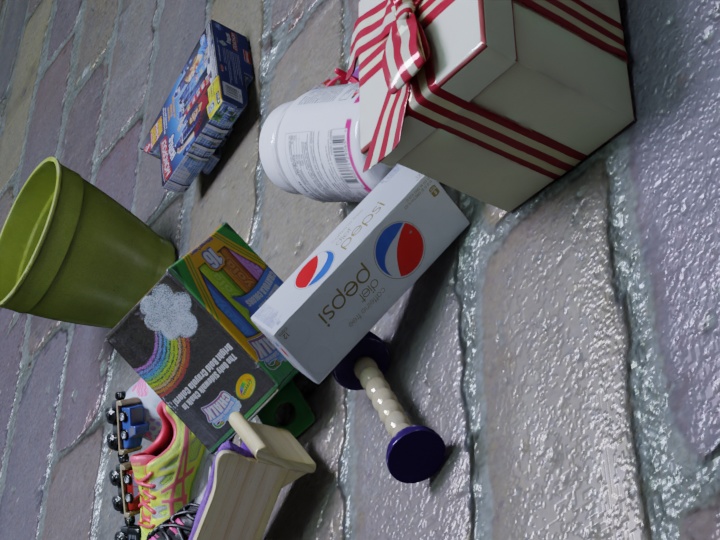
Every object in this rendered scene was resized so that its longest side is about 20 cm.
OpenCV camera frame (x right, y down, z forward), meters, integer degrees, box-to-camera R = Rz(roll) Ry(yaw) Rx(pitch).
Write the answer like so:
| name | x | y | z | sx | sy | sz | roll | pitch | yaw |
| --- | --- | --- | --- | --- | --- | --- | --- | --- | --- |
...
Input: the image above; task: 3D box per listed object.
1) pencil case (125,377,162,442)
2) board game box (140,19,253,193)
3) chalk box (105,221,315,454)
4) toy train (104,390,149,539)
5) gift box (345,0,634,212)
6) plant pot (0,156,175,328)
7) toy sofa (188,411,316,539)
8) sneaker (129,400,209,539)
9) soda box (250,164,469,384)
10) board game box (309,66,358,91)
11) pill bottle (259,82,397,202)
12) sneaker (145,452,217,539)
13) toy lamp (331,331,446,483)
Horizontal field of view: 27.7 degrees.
| name | x | y | z | sx | sy | sz | roll | pitch | yaw |
| --- | --- | --- | --- | --- | --- | --- | --- | --- | --- |
| pencil case | -0.179 | 0.103 | 1.587 | 0.200 | 0.083 | 0.091 | -49 | 11 | 30 |
| board game box | -0.216 | -0.191 | 1.914 | 0.200 | 0.061 | 0.201 | -52 | 30 | 28 |
| chalk box | -0.122 | 0.080 | 1.421 | 0.125 | 0.200 | 0.124 | -42 | 2 | 34 |
| toy train | -0.247 | 0.232 | 1.578 | 0.045 | 0.034 | 0.203 | -2 | 94 | 37 |
| gift box | 0.089 | -0.164 | 1.190 | 0.200 | 0.185 | 0.187 | -40 | 40 | 39 |
| plant pot | -0.347 | -0.014 | 1.864 | 0.200 | 0.191 | 0.202 | -41 | 36 | 40 |
| toy sofa | -0.126 | 0.238 | 1.343 | 0.083 | 0.096 | 0.203 | 39 | 111 | 62 |
| sneaker | -0.209 | 0.227 | 1.534 | 0.078 | 0.090 | 0.203 | -2 | 68 | 59 |
| soda box | 0.000 | 0.000 | 1.289 | 0.200 | 0.068 | 0.064 | -46 | 26 | -8 |
| board game box | -0.016 | -0.170 | 1.554 | 0.199 | 0.039 | 0.160 | -32 | 42 | 48 |
| pill bottle | -0.011 | -0.123 | 1.413 | 0.199 | 0.113 | 0.115 | 4 | 72 | 56 |
| sneaker | -0.167 | 0.268 | 1.430 | 0.076 | 0.083 | 0.203 | 3 | 72 | 61 |
| toy lamp | 0.016 | 0.107 | 1.258 | 0.059 | 0.058 | 0.200 | -58 | 27 | 15 |
